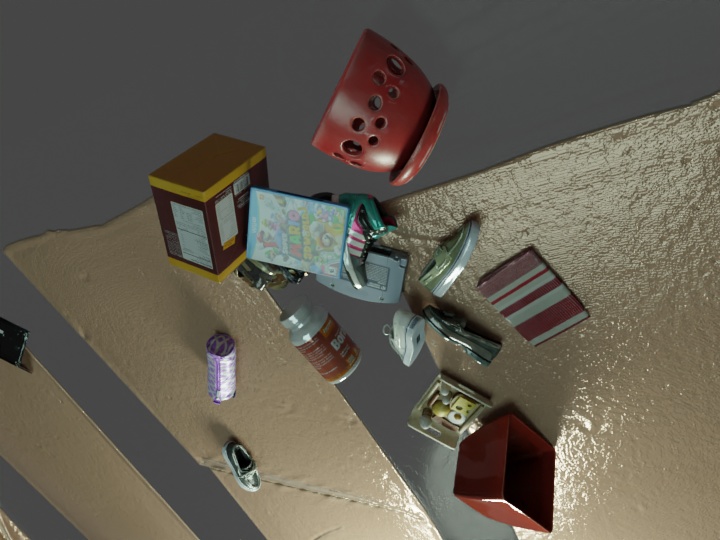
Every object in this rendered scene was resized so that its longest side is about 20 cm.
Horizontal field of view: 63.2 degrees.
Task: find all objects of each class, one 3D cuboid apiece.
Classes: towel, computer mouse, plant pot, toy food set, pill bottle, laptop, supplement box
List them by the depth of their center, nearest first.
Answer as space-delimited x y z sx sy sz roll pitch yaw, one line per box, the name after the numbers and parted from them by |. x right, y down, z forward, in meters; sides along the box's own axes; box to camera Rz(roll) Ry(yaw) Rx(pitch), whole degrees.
0.038 -0.258 0.957 0.179 0.203 0.202 24 131 -10 | plant pot
-0.283 -0.126 1.158 0.130 0.198 0.204 17 131 21 | supplement box
0.349 0.059 1.188 0.200 0.023 0.143 43 126 -16 | towel
-0.116 -0.085 1.202 0.200 0.053 0.138 -44 114 10 | computer mouse
-0.095 0.158 1.368 0.111 0.113 0.201 -27 114 34 | pill bottle
0.333 0.487 1.394 0.199 0.203 0.174 39 139 -26 | plant pot
0.215 0.349 1.429 0.141 0.061 0.202 27 131 -1 | toy food set
-1.133 0.229 1.877 0.174 0.103 0.204 25 105 0 | laptop

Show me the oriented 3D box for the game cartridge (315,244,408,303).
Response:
0.000 0.000 1.265 0.195 0.042 0.135 15 133 9 | game cartridge

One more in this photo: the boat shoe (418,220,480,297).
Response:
0.173 -0.023 1.159 0.061 0.073 0.202 24 133 -2 | boat shoe

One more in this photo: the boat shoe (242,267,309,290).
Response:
-0.189 0.002 1.319 0.195 0.076 0.075 -2 131 32 | boat shoe

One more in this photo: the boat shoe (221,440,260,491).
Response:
-0.358 0.617 1.837 0.067 0.073 0.203 -5 116 40 | boat shoe

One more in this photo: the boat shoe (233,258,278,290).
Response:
-0.259 -0.021 1.268 0.198 0.075 0.074 32 -176 41 | boat shoe

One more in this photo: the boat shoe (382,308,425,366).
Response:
0.092 0.143 1.299 0.085 0.075 0.203 31 159 20 | boat shoe

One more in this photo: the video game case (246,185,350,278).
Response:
-0.123 -0.074 1.133 0.194 0.018 0.147 12 113 8 | video game case

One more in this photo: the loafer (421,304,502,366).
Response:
0.221 0.127 1.267 0.198 0.072 0.063 37 111 -15 | loafer

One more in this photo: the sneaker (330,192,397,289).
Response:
0.019 -0.064 1.163 0.117 0.084 0.205 -10 116 9 | sneaker

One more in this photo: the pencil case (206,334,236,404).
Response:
-0.376 0.265 1.572 0.082 0.086 0.204 14 128 7 | pencil case
